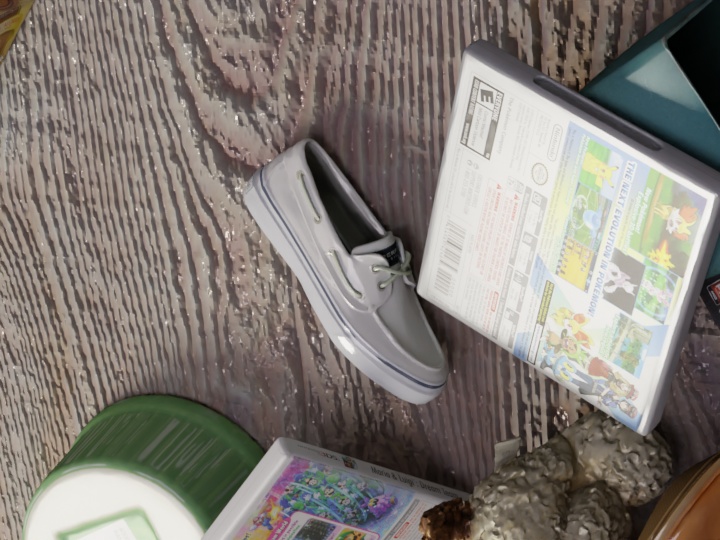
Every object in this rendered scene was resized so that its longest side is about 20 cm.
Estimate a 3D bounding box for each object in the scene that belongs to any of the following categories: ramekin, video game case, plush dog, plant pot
[{"bbox_3d":[-0.156,0.204,1.615,0.198,0.098,0.202,9,114,21],"label":"ramekin"},{"bbox_3d":[0.124,-0.018,1.302,0.182,0.022,0.201,32,136,23],"label":"video game case"},{"bbox_3d":[-0.037,0.214,1.531,0.181,0.024,0.200,20,119,-34],"label":"video game case"},{"bbox_3d":[0.137,0.214,1.429,0.172,0.160,0.200,51,124,26],"label":"plush dog"},{"bbox_3d":[0.178,-0.065,1.333,0.199,0.141,0.142,-29,97,40],"label":"plant pot"}]

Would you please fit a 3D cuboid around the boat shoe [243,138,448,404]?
[{"bbox_3d":[0.000,0.000,1.474,0.200,0.074,0.067,49,124,0],"label":"boat shoe"}]

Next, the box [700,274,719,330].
[{"bbox_3d":[0.318,0.052,1.309,0.158,0.048,0.201,-30,79,13],"label":"box"}]

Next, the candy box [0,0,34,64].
[{"bbox_3d":[-0.321,-0.120,1.547,0.055,0.115,0.200,38,121,5],"label":"candy box"}]

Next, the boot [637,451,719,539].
[{"bbox_3d":[0.278,0.169,1.368,0.155,0.200,0.077,47,158,2],"label":"boot"}]
